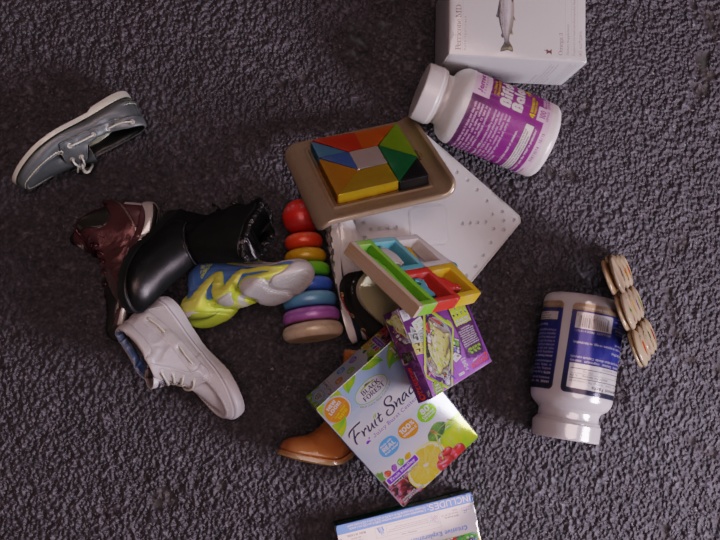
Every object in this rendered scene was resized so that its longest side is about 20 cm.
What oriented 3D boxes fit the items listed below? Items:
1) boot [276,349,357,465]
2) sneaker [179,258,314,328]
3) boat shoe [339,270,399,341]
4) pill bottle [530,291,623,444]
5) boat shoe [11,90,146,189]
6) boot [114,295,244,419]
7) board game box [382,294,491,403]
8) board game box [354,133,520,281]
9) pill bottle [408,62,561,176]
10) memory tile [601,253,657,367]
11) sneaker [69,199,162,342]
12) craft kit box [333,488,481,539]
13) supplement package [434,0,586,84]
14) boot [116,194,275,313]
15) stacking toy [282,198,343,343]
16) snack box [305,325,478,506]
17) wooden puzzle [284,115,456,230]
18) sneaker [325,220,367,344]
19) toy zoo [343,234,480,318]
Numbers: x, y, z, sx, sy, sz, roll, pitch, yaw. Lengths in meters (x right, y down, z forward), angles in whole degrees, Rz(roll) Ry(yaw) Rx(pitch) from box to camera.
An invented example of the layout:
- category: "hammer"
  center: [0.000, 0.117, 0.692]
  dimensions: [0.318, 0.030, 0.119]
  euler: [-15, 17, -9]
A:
- category: "boot"
  center: [-0.020, 0.187, 1.267]
  dimensions: [0.199, 0.074, 0.155]
  euler: [-1, 85, -18]
- category: "sneaker"
  center: [-0.160, 0.001, 1.245]
  dimensions: [0.199, 0.076, 0.105]
  euler: [-19, 58, 13]
- category: "boat shoe"
  center: [0.046, 0.078, 1.241]
  dimensions: [0.074, 0.063, 0.202]
  euler: [-47, 114, -23]
- category: "pill bottle"
  center: [0.301, 0.137, 1.283]
  dimensions: [0.115, 0.116, 0.201]
  euler: [11, 83, -5]
- category: "boat shoe"
  center: [-0.387, -0.169, 1.265]
  dimensions: [0.200, 0.073, 0.062]
  euler: [-39, 85, -14]
- category: "boot"
  center: [-0.245, 0.137, 1.222]
  dimensions: [0.200, 0.073, 0.096]
  euler: [54, 47, -5]
- category: "board game box"
  center: [0.106, 0.092, 1.212]
  dimensions: [0.032, 0.200, 0.120]
  euler: [-29, 83, 29]
- category: "board game box"
  center: [0.097, -0.064, 1.328]
  dimensions: [0.200, 0.026, 0.200]
  euler: [41, 81, -1]
- category: "pill bottle"
  center: [0.174, -0.220, 1.304]
  dimensions: [0.199, 0.112, 0.113]
  euler: [21, 82, -8]
- category: "memory tile"
  center: [0.375, 0.050, 1.267]
  dimensions: [0.017, 0.200, 0.154]
  euler: [-21, 85, 22]
- category: "sneaker"
  center: [-0.349, -0.006, 1.258]
  dimensions: [0.115, 0.076, 0.201]
  euler: [11, 72, 0]
- category: "craft kit box"
  center: [0.079, 0.424, 1.266]
  dimensions: [0.199, 0.049, 0.198]
  euler: [-11, 83, -7]
- category: "supplement package"
  center: [0.213, -0.344, 1.324]
  dimensions: [0.199, 0.117, 0.117]
  euler: [1, 86, -6]
- category: "boot"
  center: [-0.210, -0.023, 1.204]
  dimensions: [0.162, 0.074, 0.199]
  euler: [-2, 39, 24]
- category: "stacking toy"
  center: [-0.078, -0.002, 1.281]
  dimensions: [0.085, 0.085, 0.201]
  euler: [-7, 79, -7]
- category: "snack box"
  center: [0.044, 0.194, 1.205]
  dimensions: [0.142, 0.053, 0.200]
  euler: [-42, 114, -8]
- category: "wooden puzzle"
  center: [0.009, -0.144, 1.264]
  dimensions: [0.199, 0.037, 0.185]
  euler: [-17, 46, -9]
- category: "sneaker"
  center: [0.000, 0.000, 1.277]
  dimensions: [0.080, 0.076, 0.201]
  euler: [-13, 105, -1]
- category: "toy zoo"
  center: [0.080, 0.002, 1.224]
  dimensions: [0.131, 0.200, 0.020]
  euler: [44, 117, 23]
